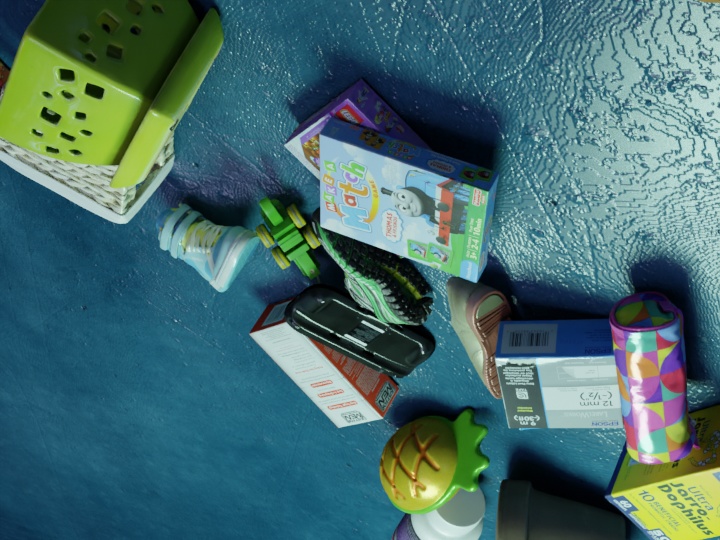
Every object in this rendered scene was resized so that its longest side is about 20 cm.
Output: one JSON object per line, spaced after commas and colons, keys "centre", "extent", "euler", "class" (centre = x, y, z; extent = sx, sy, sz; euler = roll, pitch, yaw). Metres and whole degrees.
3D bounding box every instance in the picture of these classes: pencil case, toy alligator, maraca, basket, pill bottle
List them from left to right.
{"centre": [-0.337, -0.176, 1.600], "extent": [0.199, 0.136, 0.124], "euler": [29, 140, 4], "class": "basket"}
{"centre": [-0.082, -0.032, 1.655], "extent": [0.200, 0.059, 0.054], "euler": [56, -177, -39], "class": "toy alligator"}
{"centre": [0.103, 0.266, 1.804], "extent": [0.107, 0.138, 0.199], "euler": [17, 150, -40], "class": "maraca"}
{"centre": [0.120, 0.384, 1.936], "extent": [0.111, 0.112, 0.200], "euler": [28, 144, 5], "class": "pill bottle"}
{"centre": [0.333, 0.124, 1.467], "extent": [0.088, 0.088, 0.201], "euler": [5, 126, 32], "class": "pencil case"}

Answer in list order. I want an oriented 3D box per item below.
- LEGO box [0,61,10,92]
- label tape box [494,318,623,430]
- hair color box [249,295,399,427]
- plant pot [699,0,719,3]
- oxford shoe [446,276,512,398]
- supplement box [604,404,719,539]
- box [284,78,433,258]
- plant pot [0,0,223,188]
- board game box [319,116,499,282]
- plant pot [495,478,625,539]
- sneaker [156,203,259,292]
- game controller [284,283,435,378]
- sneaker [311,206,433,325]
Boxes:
{"centre": [-0.568, -0.262, 1.652], "extent": [0.200, 0.149, 0.077], "euler": [46, 142, -20], "class": "LEGO box"}
{"centre": [0.249, 0.148, 1.575], "extent": [0.142, 0.066, 0.201], "euler": [-2, 132, 15], "class": "label tape box"}
{"centre": [-0.050, 0.127, 1.803], "extent": [0.101, 0.061, 0.200], "euler": [-18, 121, 47], "class": "hair color box"}
{"centre": [0.284, -0.294, 0.967], "extent": [0.199, 0.201, 0.140], "euler": [32, 160, 0], "class": "plant pot"}
{"centre": [0.156, 0.079, 1.608], "extent": [0.074, 0.071, 0.201], "euler": [36, 154, 41], "class": "oxford shoe"}
{"centre": [0.413, 0.246, 1.560], "extent": [0.109, 0.110, 0.200], "euler": [42, 143, -14], "class": "supplement box"}
{"centre": [0.025, -0.113, 1.484], "extent": [0.200, 0.039, 0.137], "euler": [44, 143, -15], "class": "box"}
{"centre": [-0.274, -0.225, 1.447], "extent": [0.181, 0.201, 0.199], "euler": [31, 144, -9], "class": "plant pot"}
{"centre": [0.050, -0.078, 1.442], "extent": [0.199, 0.037, 0.152], "euler": [21, 142, 16], "class": "board game box"}
{"centre": [0.278, 0.395, 1.791], "extent": [0.173, 0.201, 0.201], "euler": [2, 138, 10], "class": "plant pot"}
{"centre": [-0.206, -0.040, 1.675], "extent": [0.130, 0.080, 0.200], "euler": [38, 162, -4], "class": "sneaker"}
{"centre": [0.000, 0.080, 1.702], "extent": [0.199, 0.042, 0.104], "euler": [27, 133, -21], "class": "game controller"}
{"centre": [0.000, 0.000, 1.602], "extent": [0.085, 0.078, 0.200], "euler": [-11, 127, 44], "class": "sneaker"}
